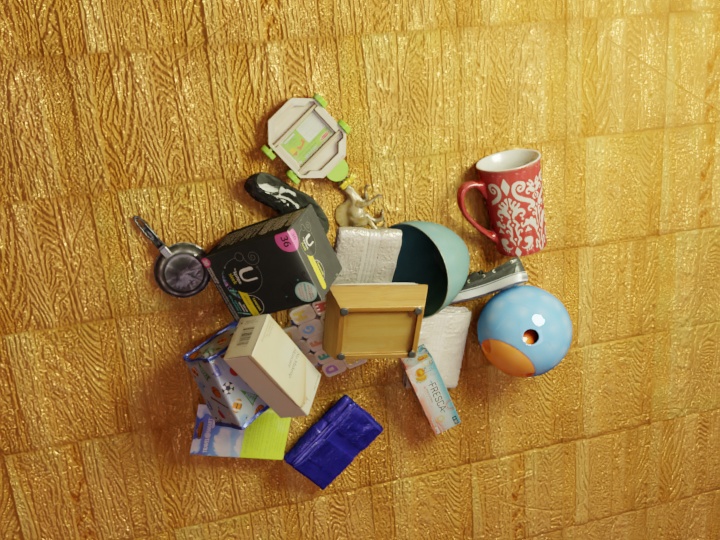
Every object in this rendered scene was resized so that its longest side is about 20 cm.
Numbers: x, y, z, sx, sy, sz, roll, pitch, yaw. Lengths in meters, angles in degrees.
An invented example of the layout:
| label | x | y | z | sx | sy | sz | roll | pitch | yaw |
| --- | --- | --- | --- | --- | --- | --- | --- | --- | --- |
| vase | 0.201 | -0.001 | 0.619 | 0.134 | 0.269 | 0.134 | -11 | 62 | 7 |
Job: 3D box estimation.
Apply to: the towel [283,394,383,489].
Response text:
| label | x | y | z | sx | sy | sz | roll | pitch | yaw |
| --- | --- | --- | --- | --- | --- | --- | --- | --- | --- |
| towel | -0.055 | 0.384 | 1.623 | 0.200 | 0.050 | 0.148 | -45 | 122 | 0 |

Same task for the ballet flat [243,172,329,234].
| label | x | y | z | sx | sy | sz | roll | pitch | yaw |
| --- | --- | --- | --- | --- | --- | --- | --- | --- | --- |
| ballet flat | -0.142 | -0.133 | 1.474 | 0.200 | 0.057 | 0.066 | 36 | 65 | -27 |

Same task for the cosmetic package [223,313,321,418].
| label | x | y | z | sx | sy | sz | roll | pitch | yaw |
| --- | --- | --- | --- | --- | --- | --- | --- | --- | --- |
| cosmetic package | -0.165 | 0.186 | 1.416 | 0.073 | 0.104 | 0.200 | -11 | 134 | 30 |

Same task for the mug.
| label | x | y | z | sx | sy | sz | roll | pitch | yaw |
| --- | --- | --- | --- | --- | --- | --- | --- | --- | --- |
| mug | 0.308 | -0.139 | 1.568 | 0.177 | 0.133 | 0.200 | -6 | 115 | 21 |

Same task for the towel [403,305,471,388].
| label | x | y | z | sx | sy | sz | roll | pitch | yaw |
| --- | --- | --- | --- | --- | --- | --- | --- | --- | --- |
| towel | 0.172 | 0.172 | 1.649 | 0.132 | 0.034 | 0.200 | 3 | 104 | -16 |

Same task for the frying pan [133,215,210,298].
| label | x | y | z | sx | sy | sz | roll | pitch | yaw |
| --- | --- | --- | --- | --- | --- | --- | --- | --- | --- |
| frying pan | -0.358 | -0.032 | 1.444 | 0.115 | 0.031 | 0.190 | -19 | 112 | -12 |

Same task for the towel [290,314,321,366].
| label | x | y | z | sx | sy | sz | roll | pitch | yaw |
| --- | --- | --- | --- | --- | --- | --- | --- | --- | --- |
| towel | -0.030 | 0.126 | 1.534 | 0.200 | 0.024 | 0.147 | -16 | 130 | 2 |

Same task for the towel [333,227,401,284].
| label | x | y | z | sx | sy | sz | roll | pitch | yaw |
| --- | --- | --- | --- | --- | --- | --- | --- | --- | --- |
| towel | 0.000 | 0.000 | 1.484 | 0.132 | 0.034 | 0.200 | 2 | 127 | -16 |

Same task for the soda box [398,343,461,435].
| label | x | y | z | sx | sy | sz | roll | pitch | yaw |
| --- | --- | --- | --- | --- | --- | --- | --- | --- | --- |
| soda box | 0.152 | 0.262 | 1.621 | 0.068 | 0.064 | 0.200 | -26 | 118 | -3 |

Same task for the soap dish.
| label | x | y | z | sx | sy | sz | roll | pitch | yaw |
| --- | --- | --- | --- | --- | --- | --- | --- | --- | --- |
| soap dish | 0.030 | 0.102 | 1.449 | 0.200 | 0.081 | 0.157 | 0 | 123 | -11 |

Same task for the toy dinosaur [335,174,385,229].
| label | x | y | z | sx | sy | sz | roll | pitch | yaw |
| --- | --- | --- | --- | --- | --- | --- | --- | --- | --- |
| toy dinosaur | 0.000 | -0.103 | 1.521 | 0.101 | 0.058 | 0.200 | -7 | 99 | 1 |

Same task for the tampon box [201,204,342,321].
| label | x | y | z | sx | sy | sz | roll | pitch | yaw |
| --- | --- | --- | --- | --- | --- | --- | --- | --- | --- |
| tampon box | -0.165 | -0.012 | 1.402 | 0.200 | 0.126 | 0.150 | -16 | 112 | 26 |

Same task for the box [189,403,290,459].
| label | x | y | z | sx | sy | sz | roll | pitch | yaw |
| --- | --- | --- | --- | --- | --- | --- | --- | --- | --- |
| box | -0.253 | 0.334 | 1.563 | 0.200 | 0.048 | 0.122 | 8 | 103 | -19 |

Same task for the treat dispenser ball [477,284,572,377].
| label | x | y | z | sx | sy | sz | roll | pitch | yaw |
| --- | --- | --- | --- | --- | --- | --- | --- | --- | --- |
| treat dispenser ball | 0.355 | 0.131 | 1.601 | 0.201 | 0.201 | 0.201 | -4 | 106 | -15 |

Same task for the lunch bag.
| label | x | y | z | sx | sy | sz | roll | pitch | yaw |
| --- | --- | --- | --- | --- | --- | --- | --- | --- | --- |
| lunch bag | -0.230 | 0.194 | 1.487 | 0.200 | 0.124 | 0.170 | -37 | 114 | -38 |

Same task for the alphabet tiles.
| label | x | y | z | sx | sy | sz | roll | pitch | yaw |
| --- | --- | --- | --- | --- | --- | --- | --- | --- | --- |
| alphabet tiles | -0.063 | 0.135 | 1.510 | 0.196 | 0.015 | 0.200 | -22 | 125 | 7 |

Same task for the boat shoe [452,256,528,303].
| label | x | y | z | sx | sy | sz | roll | pitch | yaw |
| --- | --- | --- | --- | --- | --- | --- | --- | --- | --- |
| boat shoe | 0.263 | 0.025 | 1.590 | 0.200 | 0.069 | 0.057 | -20 | 78 | 27 |

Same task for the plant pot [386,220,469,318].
| label | x | y | z | sx | sy | sz | roll | pitch | yaw |
| --- | --- | --- | --- | --- | --- | --- | --- | --- | --- |
| plant pot | 0.147 | -0.017 | 1.522 | 0.135 | 0.200 | 0.200 | -22 | 113 | -39 |

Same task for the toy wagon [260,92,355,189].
| label | x | y | z | sx | sy | sz | roll | pitch | yaw |
| --- | --- | --- | --- | --- | --- | --- | --- | --- | --- |
| toy wagon | -0.091 | -0.241 | 1.448 | 0.155 | 0.040 | 0.200 | -45 | 108 | 0 |
